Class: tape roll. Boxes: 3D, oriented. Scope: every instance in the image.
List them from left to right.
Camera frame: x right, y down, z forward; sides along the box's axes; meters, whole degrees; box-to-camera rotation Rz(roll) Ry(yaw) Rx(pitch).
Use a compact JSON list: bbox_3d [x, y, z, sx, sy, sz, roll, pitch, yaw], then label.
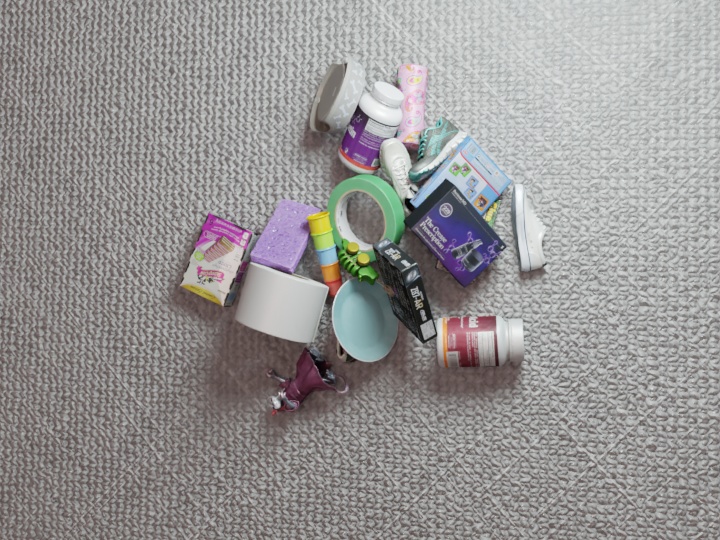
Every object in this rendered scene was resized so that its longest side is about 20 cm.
[{"bbox_3d":[-0.189,0.075,1.701,0.199,0.203,0.142,17,91,12],"label":"tape roll"},{"bbox_3d":[0.011,-0.124,1.701,0.197,0.048,0.205,12,112,31],"label":"tape roll"}]

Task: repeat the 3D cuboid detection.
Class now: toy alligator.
[{"bbox_3d":[0.000,0.000,1.661,0.054,0.060,0.200,-27,59,-24],"label":"toy alligator"}]

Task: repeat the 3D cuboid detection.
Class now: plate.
[{"bbox_3d":[0.008,0.116,1.689,0.025,0.197,0.205,-18,82,51],"label":"plate"}]

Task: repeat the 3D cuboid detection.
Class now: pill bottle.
[{"bbox_3d":[0.028,-0.337,1.683,0.111,0.112,0.202,34,123,11],"label":"pill bottle"},{"bbox_3d":[0.277,0.164,1.644,0.195,0.114,0.117,-3,87,11],"label":"pill bottle"}]

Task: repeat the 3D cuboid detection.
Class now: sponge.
[{"bbox_3d":[-0.180,-0.086,1.734,0.109,0.030,0.202,16,53,10],"label":"sponge"}]

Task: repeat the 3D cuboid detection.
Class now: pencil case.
[{"bbox_3d":[0.120,-0.391,1.718,0.085,0.087,0.205,3,89,12],"label":"pencil case"}]

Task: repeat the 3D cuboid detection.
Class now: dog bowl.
[{"bbox_3d":[-0.053,-0.420,1.709,0.058,0.200,0.204,19,92,-22],"label":"dog bowl"}]

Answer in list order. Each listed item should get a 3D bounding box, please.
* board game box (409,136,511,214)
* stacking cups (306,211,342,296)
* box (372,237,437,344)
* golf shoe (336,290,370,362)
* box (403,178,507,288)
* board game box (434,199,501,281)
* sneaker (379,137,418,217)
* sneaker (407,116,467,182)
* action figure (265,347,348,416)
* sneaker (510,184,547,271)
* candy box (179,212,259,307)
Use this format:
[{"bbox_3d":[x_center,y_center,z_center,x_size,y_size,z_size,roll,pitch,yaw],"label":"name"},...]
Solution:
[{"bbox_3d":[0.233,-0.183,1.653,0.151,0.037,0.201,41,94,-20],"label":"board game box"},{"bbox_3d":[-0.085,-0.037,1.733,0.059,0.061,0.204,-8,106,11],"label":"stacking cups"},{"bbox_3d":[0.101,0.045,1.621,0.043,0.160,0.203,-25,120,-12],"label":"box"},{"bbox_3d":[-0.015,0.123,1.721,0.075,0.088,0.205,9,88,13],"label":"golf shoe"},{"bbox_3d":[0.216,-0.084,1.621,0.141,0.079,0.200,-44,111,3],"label":"box"},{"bbox_3d":[0.258,-0.085,1.706,0.103,0.023,0.204,19,91,13],"label":"board game box"},{"bbox_3d":[0.101,-0.214,1.672,0.074,0.081,0.203,-23,116,-5],"label":"sneaker"},{"bbox_3d":[0.163,-0.286,1.666,0.091,0.078,0.200,46,59,-1],"label":"sneaker"},{"bbox_3d":[-0.148,0.289,1.753,0.148,0.135,0.201,31,111,-30],"label":"action figure"},{"bbox_3d":[0.395,-0.102,1.661,0.069,0.073,0.205,-8,95,2],"label":"sneaker"},{"bbox_3d":[-0.359,-0.027,1.812,0.134,0.061,0.204,22,92,11],"label":"candy box"}]
